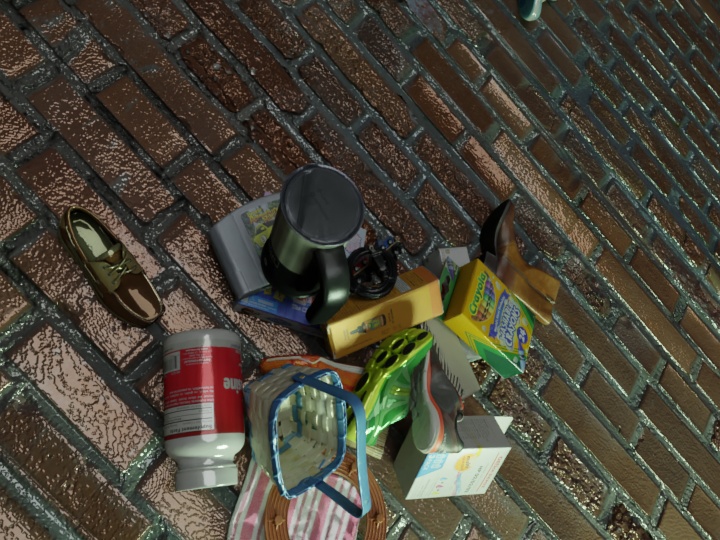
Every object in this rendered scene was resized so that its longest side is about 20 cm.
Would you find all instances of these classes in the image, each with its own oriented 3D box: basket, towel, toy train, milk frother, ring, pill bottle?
[{"bbox_3d":[-0.065,0.219,0.824,0.137,0.197,0.182,-20,118,-39],"label":"basket"},{"bbox_3d":[-0.088,0.360,0.896,0.195,0.030,0.150,24,62,-17],"label":"towel"},{"bbox_3d":[0.000,0.000,1.021,0.198,0.034,0.046,-37,78,-31],"label":"toy train"},{"bbox_3d":[-0.026,-0.041,0.876,0.197,0.189,0.183,-28,79,-26],"label":"milk frother"},{"bbox_3d":[-0.046,0.365,0.891,0.194,0.019,0.207,11,64,-23],"label":"ring"},{"bbox_3d":[-0.216,0.193,0.843,0.109,0.112,0.207,2,72,-25],"label":"pill bottle"}]

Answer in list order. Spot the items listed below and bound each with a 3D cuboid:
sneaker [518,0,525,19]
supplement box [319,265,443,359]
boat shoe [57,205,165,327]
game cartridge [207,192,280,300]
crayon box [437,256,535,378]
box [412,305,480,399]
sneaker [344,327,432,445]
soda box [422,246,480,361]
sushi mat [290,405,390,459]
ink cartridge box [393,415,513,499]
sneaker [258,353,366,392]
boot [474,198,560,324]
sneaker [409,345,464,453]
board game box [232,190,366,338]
[{"bbox_3d":[0.465,-0.696,1.523,0.127,0.079,0.206,15,67,-20],"label":"sneaker"},{"bbox_3d":[0.031,0.064,0.960,0.195,0.069,0.068,-22,119,-17],"label":"supplement box"},{"bbox_3d":[-0.358,-0.007,0.866,0.201,0.074,0.076,48,59,-4],"label":"boat shoe"},{"bbox_3d":[-0.135,-0.051,0.969,0.196,0.041,0.136,-24,79,-30],"label":"game cartridge"},{"bbox_3d":[0.218,0.075,1.061,0.199,0.051,0.128,41,51,-18],"label":"crayon box"},{"bbox_3d":[0.126,0.130,1.057,0.067,0.082,0.205,-20,80,-28],"label":"box"},{"bbox_3d":[0.045,0.175,0.929,0.083,0.074,0.202,41,84,-32],"label":"sneaker"},{"bbox_3d":[0.176,0.063,1.115,0.066,0.064,0.207,-4,73,-27],"label":"soda box"},{"bbox_3d":[-0.035,0.223,0.982,0.196,0.012,0.098,27,62,-16],"label":"sushi mat"},{"bbox_3d":[0.164,0.301,0.986,0.194,0.118,0.069,5,33,-25],"label":"ink cartridge box"},{"bbox_3d":[-0.064,0.174,0.938,0.194,0.073,0.080,16,74,-17],"label":"sneaker"},{"bbox_3d":[0.332,-0.021,1.221,0.196,0.068,0.193,28,62,-16],"label":"boot"},{"bbox_3d":[0.118,0.199,0.944,0.080,0.078,0.204,19,42,-18],"label":"sneaker"},{"bbox_3d":[-0.096,-0.005,1.015,0.195,0.041,0.206,18,65,-20],"label":"board game box"}]
